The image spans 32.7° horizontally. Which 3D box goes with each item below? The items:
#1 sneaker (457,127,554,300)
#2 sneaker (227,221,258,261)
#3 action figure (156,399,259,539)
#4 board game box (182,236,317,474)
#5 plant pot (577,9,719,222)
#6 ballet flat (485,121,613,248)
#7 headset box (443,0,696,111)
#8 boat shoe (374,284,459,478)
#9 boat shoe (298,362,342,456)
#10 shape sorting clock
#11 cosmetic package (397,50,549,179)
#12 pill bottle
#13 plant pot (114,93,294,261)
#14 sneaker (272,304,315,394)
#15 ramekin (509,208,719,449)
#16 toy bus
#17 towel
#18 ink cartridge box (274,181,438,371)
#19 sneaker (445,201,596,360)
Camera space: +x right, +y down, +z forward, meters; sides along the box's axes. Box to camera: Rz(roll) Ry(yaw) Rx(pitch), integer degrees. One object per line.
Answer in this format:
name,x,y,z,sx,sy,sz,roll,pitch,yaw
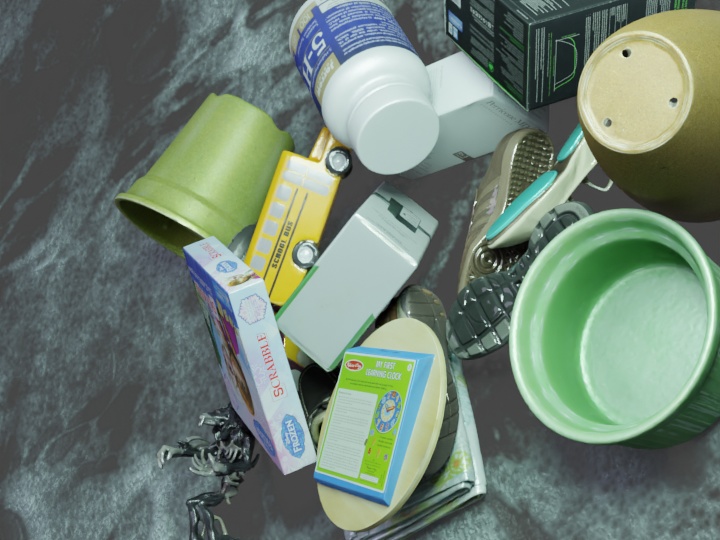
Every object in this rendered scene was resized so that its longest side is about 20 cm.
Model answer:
sneaker,0.144,-0.046,1.259,0.203,0.070,0.075,-69,16,-3
sneaker,-0.084,-0.046,1.462,0.079,0.076,0.201,30,61,12
action figure,-0.175,0.231,1.429,0.118,0.101,0.203,-15,62,56
board game box,-0.118,0.083,1.280,0.041,0.202,0.200,-21,19,-15
plant pot,0.257,-0.138,1.018,0.184,0.199,0.190,0,90,29
ballet flat,0.205,-0.085,1.189,0.201,0.069,0.069,-51,42,3
headset box,0.205,-0.259,1.192,0.175,0.197,0.094,-127,24,-46
boat shoe,0.048,0.113,1.205,0.071,0.075,0.203,-30,44,37
boat shoe,-0.021,0.157,1.251,0.074,0.064,0.200,-52,41,13
shape sorting clock,0.018,0.141,1.132,0.200,0.039,0.203,-40,41,46
cosmetic package,0.098,-0.170,1.330,0.198,0.101,0.075,-16,61,44
pill bottle,0.007,-0.196,1.274,0.120,0.119,0.201,-47,43,20
plant pot,-0.179,-0.113,1.555,0.199,0.200,0.186,13,69,49
sneaker,-0.088,0.068,1.441,0.090,0.075,0.201,-45,52,18
ramekin,0.235,0.057,1.058,0.198,0.097,0.203,-18,62,38
toy bus,-0.069,-0.062,1.361,0.065,0.077,0.203,45,-115,-89
towel,0.044,0.171,1.263,0.170,0.048,0.202,-33,50,29
ink cartridge box,0.000,0.000,1.281,0.147,0.083,0.200,-51,0,16
sneaker,0.166,0.021,1.178,0.200,0.079,0.076,-43,56,24
